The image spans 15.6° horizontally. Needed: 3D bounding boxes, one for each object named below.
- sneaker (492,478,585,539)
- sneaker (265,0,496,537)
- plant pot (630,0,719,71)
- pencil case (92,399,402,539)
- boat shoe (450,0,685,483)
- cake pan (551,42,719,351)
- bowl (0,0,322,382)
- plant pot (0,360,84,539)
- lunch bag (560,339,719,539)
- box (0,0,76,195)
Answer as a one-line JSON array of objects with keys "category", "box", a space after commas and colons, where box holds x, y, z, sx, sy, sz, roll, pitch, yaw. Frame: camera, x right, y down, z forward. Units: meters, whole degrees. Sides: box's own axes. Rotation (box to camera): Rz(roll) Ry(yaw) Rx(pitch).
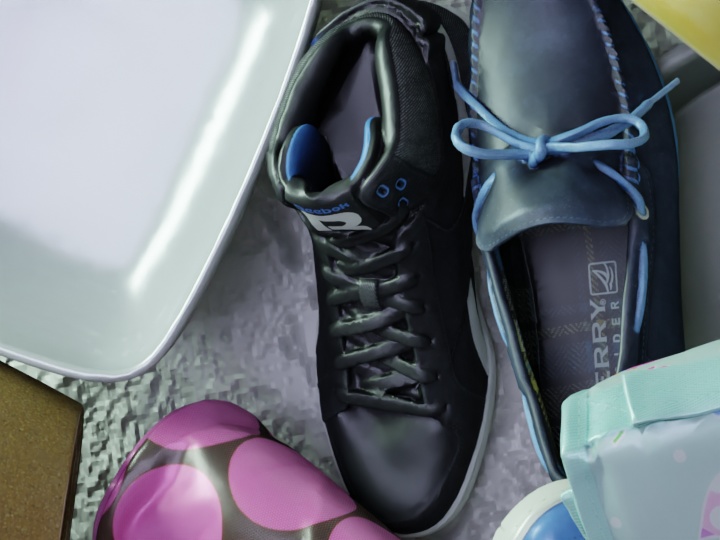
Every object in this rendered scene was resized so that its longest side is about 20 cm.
[{"category": "sneaker", "box": [0.095, 0.171, 0.834, 0.076, 0.111, 0.202, -11, 105, -17]}, {"category": "sneaker", "box": [0.000, 0.000, 0.953, 0.073, 0.112, 0.202, 2, 91, 23]}, {"category": "plant pot", "box": [0.161, -0.151, 0.834, 0.201, 0.201, 0.189, 40, 101, 17]}, {"category": "pencil case", "box": [-0.010, 0.138, 0.952, 0.200, 0.091, 0.094, 37, 79, 30]}, {"category": "boat shoe", "box": [0.078, -0.019, 0.903, 0.084, 0.069, 0.202, -17, 84, 21]}, {"category": "cake pan", "box": [0.161, 0.010, 0.927, 0.199, 0.037, 0.202, 0, 90, 22]}, {"category": "bowl", "box": [-0.122, -0.074, 0.990, 0.199, 0.075, 0.201, 24, 93, 8]}, {"category": "plant pot", "box": [-0.207, 0.083, 0.970, 0.198, 0.186, 0.188, 8, 94, -3]}, {"category": "lunch bag", "box": [0.166, 0.065, 0.789, 0.169, 0.200, 0.123, -16, 62, 20]}, {"category": "box", "box": [-0.185, -0.122, 1.068, 0.142, 0.036, 0.202, -9, 89, 22]}]
